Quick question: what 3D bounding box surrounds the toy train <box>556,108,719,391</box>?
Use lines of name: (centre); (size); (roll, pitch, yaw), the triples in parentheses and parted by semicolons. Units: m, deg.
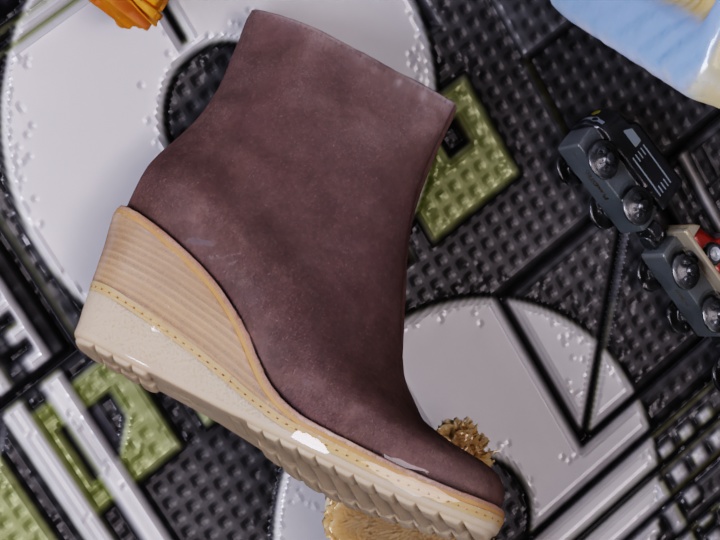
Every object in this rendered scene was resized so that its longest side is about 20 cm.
toy train: (0.159, 0.004, 1.191); (0.200, 0.034, 0.046); (51, 60, -22)

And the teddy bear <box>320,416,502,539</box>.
teddy bear: (0.022, 0.160, 1.123); (0.145, 0.067, 0.200); (-34, 117, -11)

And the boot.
boot: (0.000, 0.000, 1.040); (0.200, 0.072, 0.167); (29, 76, 8)

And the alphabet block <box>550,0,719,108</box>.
alphabet block: (0.227, -0.146, 1.086); (0.199, 0.195, 0.197); (21, 103, -21)

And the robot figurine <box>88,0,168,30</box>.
robot figurine: (-0.073, -0.205, 1.025); (0.145, 0.058, 0.200); (34, 80, -28)
